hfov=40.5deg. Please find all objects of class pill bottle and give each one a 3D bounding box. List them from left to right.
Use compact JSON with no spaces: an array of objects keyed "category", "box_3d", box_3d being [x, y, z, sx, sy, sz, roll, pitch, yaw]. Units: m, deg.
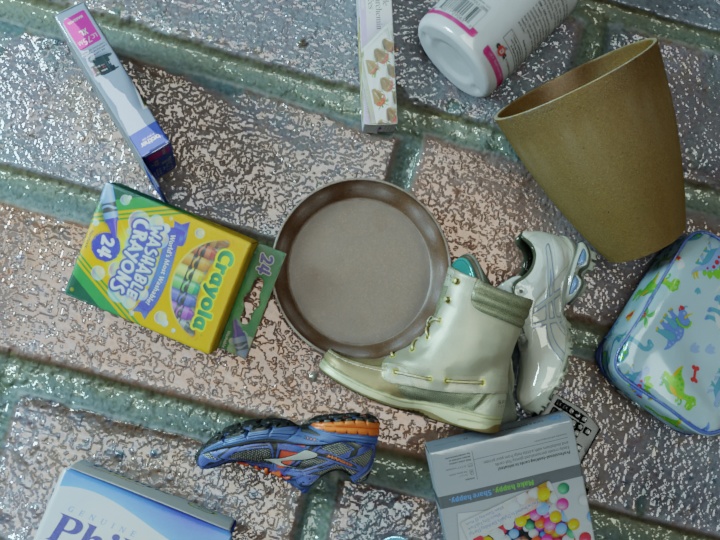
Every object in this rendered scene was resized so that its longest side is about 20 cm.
[{"category":"pill bottle","box_3d":[0.169,-0.299,1.085,0.113,0.113,0.200,45,82,0]}]

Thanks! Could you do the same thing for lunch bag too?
[{"category":"lunch bag","box_3d":[0.371,0.073,1.081,0.160,0.082,0.201,33,82,0]}]

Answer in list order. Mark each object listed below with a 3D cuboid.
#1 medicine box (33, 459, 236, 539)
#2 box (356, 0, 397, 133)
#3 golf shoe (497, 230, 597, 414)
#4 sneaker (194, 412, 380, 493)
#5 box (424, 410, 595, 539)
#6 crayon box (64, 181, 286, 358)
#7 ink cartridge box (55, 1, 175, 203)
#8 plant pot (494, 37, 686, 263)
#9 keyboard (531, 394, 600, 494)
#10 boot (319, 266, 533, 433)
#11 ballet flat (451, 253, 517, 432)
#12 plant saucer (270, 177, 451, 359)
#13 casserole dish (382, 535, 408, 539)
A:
[{"category":"medicine box","box_3d":[-0.245,0.319,0.986,0.181,0.103,0.202,22,83,-3]},{"category":"box","box_3d":[0.017,-0.257,1.103,0.038,0.041,0.202,-2,85,-6]},{"category":"golf shoe","box_3d":[0.184,0.052,1.063,0.096,0.078,0.202,20,71,-13]},{"category":"sneaker","box_3d":[-0.075,0.197,1.032,0.198,0.075,0.079,-3,88,-4]},{"category":"box","box_3d":[0.163,0.264,1.030,0.154,0.041,0.202,-12,99,-2]},{"category":"crayon box","box_3d":[-0.194,0.002,1.031,0.198,0.052,0.127,22,94,1]},{"category":"ink cartridge box","box_3d":[-0.246,-0.170,1.028,0.042,0.119,0.201,-29,88,-10]},{"category":"plant pot","box_3d":[0.271,-0.118,1.056,0.185,0.186,0.201,-29,100,-8]},{"category":"keyboard","box_3d":[0.202,0.243,1.069,0.104,0.040,0.201,31,83,-1]},{"category":"boot","box_3d":[0.068,0.069,1.015,0.198,0.072,0.156,16,93,6]},{"category":"ballet flat","box_3d":[0.137,0.082,1.076,0.063,0.067,0.202,-1,84,-33]},{"category":"plant saucer","box_3d":[0.000,0.000,1.078,0.198,0.034,0.203,1,84,-6]},{"category":"casserole dish","box_3d":[0.014,0.370,1.012,0.200,0.039,0.121,-44,46,-7]}]
